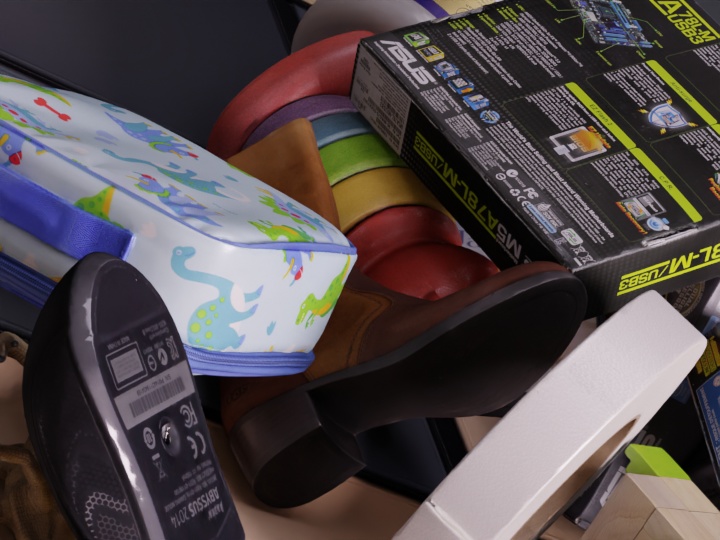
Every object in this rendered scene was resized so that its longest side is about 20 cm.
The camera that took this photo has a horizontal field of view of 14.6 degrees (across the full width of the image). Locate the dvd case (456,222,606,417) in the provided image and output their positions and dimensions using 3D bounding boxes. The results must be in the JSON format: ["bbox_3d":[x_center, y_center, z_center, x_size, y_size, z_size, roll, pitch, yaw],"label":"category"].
[{"bbox_3d":[0.063,0.022,1.529,0.143,0.018,0.200,4,28,0],"label":"dvd case"}]

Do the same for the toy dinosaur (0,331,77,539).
[{"bbox_3d":[-0.136,0.080,1.205,0.101,0.058,0.200,47,28,-22],"label":"toy dinosaur"}]

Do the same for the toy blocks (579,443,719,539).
[{"bbox_3d":[0.146,0.196,1.304,0.100,0.137,0.200,10,30,-45],"label":"toy blocks"}]

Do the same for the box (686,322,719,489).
[{"bbox_3d":[0.256,0.121,1.442,0.200,0.040,0.137,31,32,-33],"label":"box"}]

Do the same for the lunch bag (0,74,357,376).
[{"bbox_3d":[-0.116,-0.022,1.280,0.200,0.082,0.161,28,9,22],"label":"lunch bag"}]

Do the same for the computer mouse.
[{"bbox_3d":[-0.096,0.093,1.146,0.138,0.053,0.200,-16,89,-66],"label":"computer mouse"}]

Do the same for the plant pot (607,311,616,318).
[{"bbox_3d":[0.213,0.031,1.629,0.200,0.200,0.140,14,18,-44],"label":"plant pot"}]

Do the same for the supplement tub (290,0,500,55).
[{"bbox_3d":[0.074,-0.136,1.615,0.145,0.145,0.200,45,55,11],"label":"supplement tub"}]

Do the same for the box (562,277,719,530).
[{"bbox_3d":[0.212,0.073,1.510,0.161,0.200,0.049,29,4,-30],"label":"box"}]

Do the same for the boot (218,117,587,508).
[{"bbox_3d":[0.000,0.000,1.376,0.068,0.188,0.200,43,17,-43],"label":"boot"}]

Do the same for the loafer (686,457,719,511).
[{"bbox_3d":[0.224,0.178,1.497,0.200,0.063,0.072,59,7,-23],"label":"loafer"}]

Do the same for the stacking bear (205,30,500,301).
[{"bbox_3d":[0.007,-0.015,1.462,0.114,0.121,0.200,-18,44,-19],"label":"stacking bear"}]

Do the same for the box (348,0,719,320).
[{"bbox_3d":[0.126,-0.070,1.434,0.193,0.048,0.200,-16,47,-30],"label":"box"}]

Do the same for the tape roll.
[{"bbox_3d":[0.079,0.093,1.291,0.037,0.203,0.203,44,24,9],"label":"tape roll"}]
